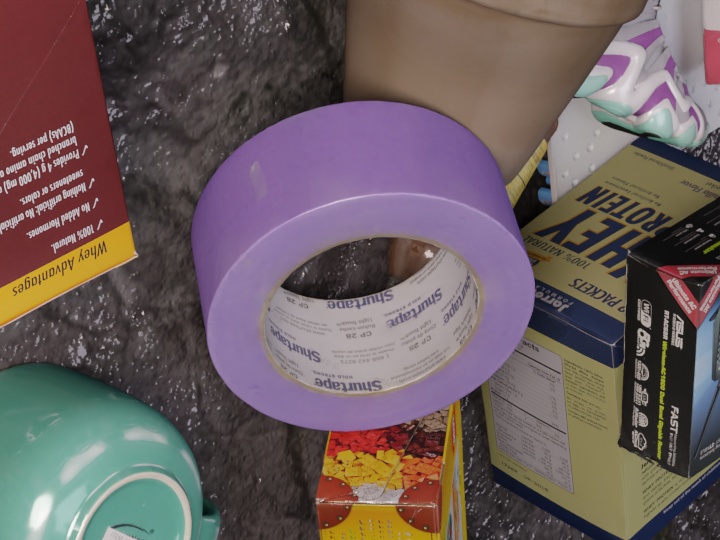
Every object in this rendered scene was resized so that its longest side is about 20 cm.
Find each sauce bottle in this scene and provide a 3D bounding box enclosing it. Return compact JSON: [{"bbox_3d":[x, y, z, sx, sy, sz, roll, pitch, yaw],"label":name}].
[{"bbox_3d":[0.059,-0.032,1.509,0.200,0.065,0.065,-58,136,-11],"label":"sauce bottle"}]

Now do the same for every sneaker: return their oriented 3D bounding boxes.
[{"bbox_3d":[0.192,-0.169,1.548,0.200,0.078,0.141,19,90,-47],"label":"sneaker"}]

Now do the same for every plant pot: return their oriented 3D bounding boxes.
[{"bbox_3d":[0.067,-0.152,1.404,0.199,0.200,0.174,-8,126,-44],"label":"plant pot"}]

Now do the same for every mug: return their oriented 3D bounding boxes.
[{"bbox_3d":[-0.154,0.135,1.309,0.185,0.114,0.153,-28,122,-36],"label":"mug"}]

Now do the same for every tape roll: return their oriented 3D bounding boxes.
[{"bbox_3d":[0.000,0.000,1.365,0.199,0.085,0.201,-7,134,-7],"label":"tape roll"}]

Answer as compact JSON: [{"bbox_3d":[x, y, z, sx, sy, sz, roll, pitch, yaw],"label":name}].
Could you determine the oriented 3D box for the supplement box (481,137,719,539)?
[{"bbox_3d":[0.197,0.051,1.605,0.200,0.134,0.200,-37,135,-30],"label":"supplement box"}]

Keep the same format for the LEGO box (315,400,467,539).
[{"bbox_3d":[0.025,0.179,1.466,0.149,0.077,0.201,-78,166,-56],"label":"LEGO box"}]

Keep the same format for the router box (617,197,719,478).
[{"bbox_3d":[0.257,0.026,1.498,0.200,0.062,0.150,-29,131,-36],"label":"router box"}]

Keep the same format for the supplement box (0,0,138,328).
[{"bbox_3d":[-0.242,-0.072,1.134,0.197,0.132,0.201,-30,123,-36],"label":"supplement box"}]

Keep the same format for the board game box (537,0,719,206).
[{"bbox_3d":[0.190,-0.166,1.623,0.200,0.026,0.201,-29,123,-36],"label":"board game box"}]

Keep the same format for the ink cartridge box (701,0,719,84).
[{"bbox_3d":[0.304,-0.251,1.640,0.146,0.084,0.201,-44,132,-53],"label":"ink cartridge box"}]
